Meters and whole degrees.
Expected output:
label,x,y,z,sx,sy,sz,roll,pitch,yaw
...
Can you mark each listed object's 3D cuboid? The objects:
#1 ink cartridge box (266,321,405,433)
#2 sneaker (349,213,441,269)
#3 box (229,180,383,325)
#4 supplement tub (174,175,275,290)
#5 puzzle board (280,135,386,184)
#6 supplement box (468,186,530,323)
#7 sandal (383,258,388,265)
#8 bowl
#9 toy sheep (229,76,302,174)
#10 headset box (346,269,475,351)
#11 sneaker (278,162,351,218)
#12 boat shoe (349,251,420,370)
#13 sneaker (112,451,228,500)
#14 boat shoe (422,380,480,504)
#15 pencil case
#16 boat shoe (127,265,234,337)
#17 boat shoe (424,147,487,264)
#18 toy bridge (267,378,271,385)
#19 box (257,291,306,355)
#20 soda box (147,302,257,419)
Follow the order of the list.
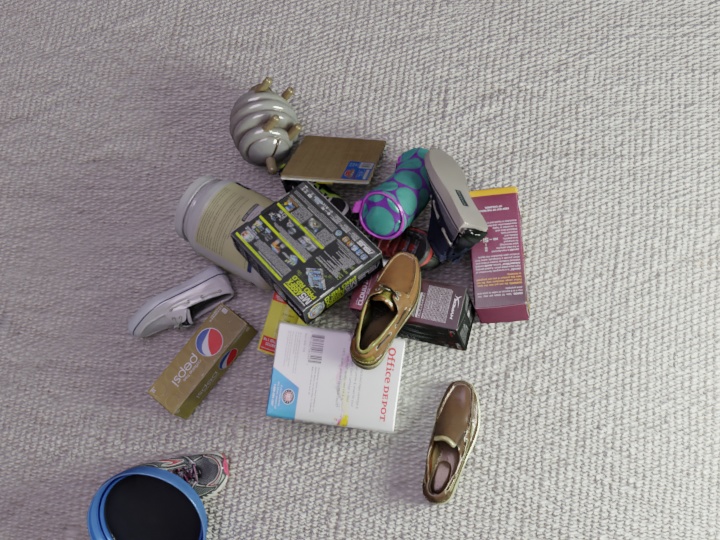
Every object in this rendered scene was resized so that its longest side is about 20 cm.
label,x,y,z,sx,sy,sz,roll,pitch,yaw
ink cartridge box,-0.040,0.172,1.529,0.199,0.146,0.147,9,82,-3
sneaker,0.064,-0.051,1.647,0.200,0.098,0.071,27,96,42
box,-0.086,-0.033,1.528,0.160,0.044,0.200,-37,61,-16
supplement tub,-0.209,-0.070,1.673,0.200,0.145,0.145,28,81,19
puzzle board,-0.043,-0.190,1.664,0.150,0.200,0.017,5,118,8
supplement box,0.226,-0.023,1.579,0.085,0.110,0.201,-6,72,11
sandal,-0.001,-0.002,1.641,0.206,0.079,0.059,24,77,16
bowl,-0.345,0.413,1.569,0.200,0.039,0.201,2,106,8
toy sheep,-0.171,-0.257,1.727,0.137,0.138,0.201,-15,55,8
headset box,0.078,0.062,1.567,0.199,0.149,0.078,11,75,15
sneaker,-0.091,-0.130,1.659,0.072,0.083,0.200,-45,39,-5
boat shoe,0.043,0.052,1.451,0.072,0.068,0.201,17,67,11
sneaker,-0.317,0.353,1.609,0.199,0.075,0.081,-15,71,7
boat shoe,0.145,0.271,1.528,0.074,0.075,0.203,9,76,15
pencil case,0.068,-0.130,1.600,0.092,0.085,0.200,28,36,9
boat shoe,-0.316,0.068,1.693,0.200,0.074,0.067,-35,67,0
boat shoe,0.132,-0.103,1.556,0.093,0.074,0.200,-52,40,35
toy bridge,-0.061,0.176,1.629,0.200,0.027,0.067,-28,71,2
box,-0.111,0.048,1.620,0.075,0.050,0.201,19,102,-1
soda box,-0.272,0.158,1.662,0.068,0.064,0.200,37,85,20
